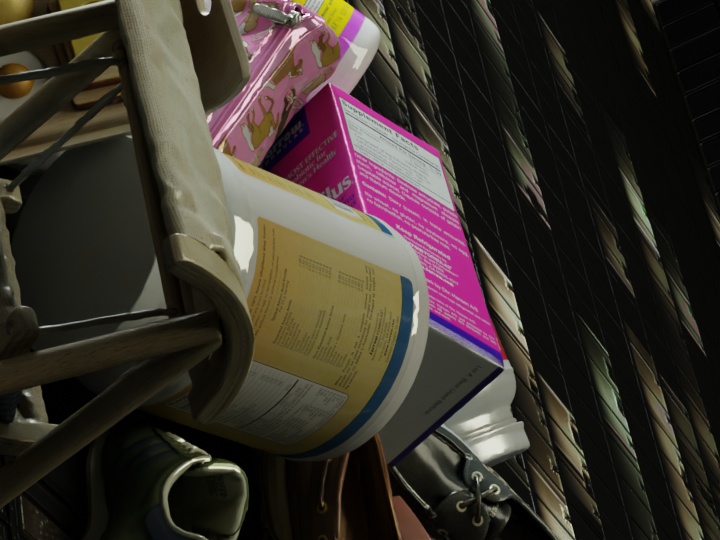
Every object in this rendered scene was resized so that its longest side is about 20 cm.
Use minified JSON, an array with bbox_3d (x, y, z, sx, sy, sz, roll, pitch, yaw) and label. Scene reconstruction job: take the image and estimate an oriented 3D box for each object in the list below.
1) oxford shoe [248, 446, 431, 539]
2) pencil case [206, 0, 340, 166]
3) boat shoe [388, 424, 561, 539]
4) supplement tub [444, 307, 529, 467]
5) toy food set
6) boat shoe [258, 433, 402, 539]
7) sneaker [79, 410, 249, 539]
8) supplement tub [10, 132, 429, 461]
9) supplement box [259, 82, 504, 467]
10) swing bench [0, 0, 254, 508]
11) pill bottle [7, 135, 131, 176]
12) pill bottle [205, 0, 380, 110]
[{"bbox_3d":[-0.034,0.132,1.682,0.200,0.074,0.071,47,-28,27],"label":"oxford shoe"},{"bbox_3d":[-0.088,-0.080,1.664,0.200,0.083,0.087,-57,142,-35],"label":"pencil case"},{"bbox_3d":[0.074,0.153,1.775,0.200,0.057,0.069,45,65,-23],"label":"boat shoe"},{"bbox_3d":[0.019,0.048,1.876,0.201,0.140,0.140,67,15,7],"label":"supplement tub"},{"bbox_3d":[-0.169,-0.136,1.441,0.060,0.199,0.144,108,-34,-65],"label":"toy food set"},{"bbox_3d":[-0.003,0.177,1.589,0.072,0.067,0.201,2,72,-49],"label":"boat shoe"},{"bbox_3d":[-0.095,0.123,1.458,0.067,0.090,0.200,59,16,-19],"label":"sneaker"},{"bbox_3d":[-0.076,0.014,1.522,0.200,0.145,0.145,22,42,-42],"label":"supplement tub"},{"bbox_3d":[0.000,0.000,1.699,0.103,0.101,0.200,31,28,-33],"label":"supplement box"},{"bbox_3d":[-0.146,-0.020,1.288,0.130,0.199,0.199,47,24,-52],"label":"swing bench"},{"bbox_3d":[-0.155,-0.136,1.597,0.120,0.119,0.200,62,16,-14],"label":"pill bottle"},{"bbox_3d":[-0.093,-0.168,1.794,0.200,0.104,0.104,36,21,-8],"label":"pill bottle"}]
